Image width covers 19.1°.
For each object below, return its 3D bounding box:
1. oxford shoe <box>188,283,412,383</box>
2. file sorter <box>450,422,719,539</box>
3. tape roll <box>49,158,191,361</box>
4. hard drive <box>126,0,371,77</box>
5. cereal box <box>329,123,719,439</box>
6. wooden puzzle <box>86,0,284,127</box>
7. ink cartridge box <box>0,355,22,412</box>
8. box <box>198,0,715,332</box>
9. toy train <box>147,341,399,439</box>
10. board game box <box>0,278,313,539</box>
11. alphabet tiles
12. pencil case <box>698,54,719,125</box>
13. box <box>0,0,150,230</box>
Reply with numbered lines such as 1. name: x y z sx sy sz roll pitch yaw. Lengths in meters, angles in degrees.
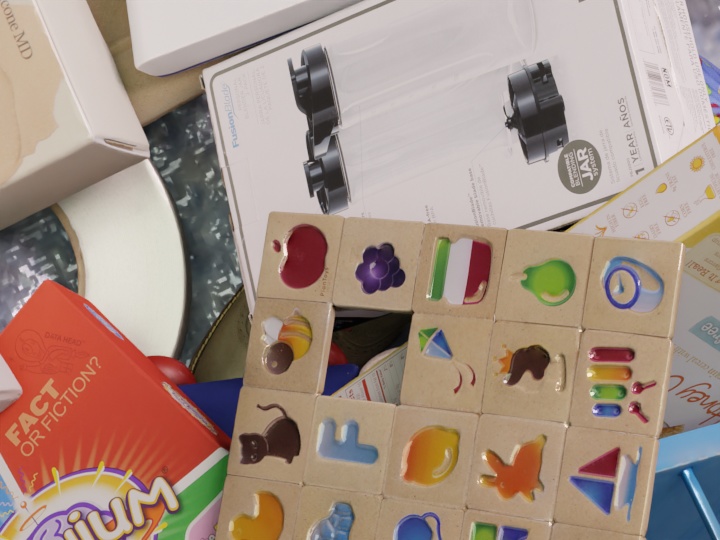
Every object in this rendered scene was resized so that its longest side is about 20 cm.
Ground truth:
1. oxford shoe: 0.000 0.000 0.955 0.200 0.075 0.071 -42 87 -3
2. file sorter: 0.121 0.146 0.837 0.198 0.139 0.123 -11 63 -27
3. tape roll: -0.175 0.008 0.974 0.201 0.037 0.205 0 86 -1
4. hard drive: -0.049 -0.196 0.897 0.131 0.025 0.202 -17 74 27
5. cereal box: 0.098 0.038 0.824 0.199 0.143 0.040 -37 51 23
6. wooden puzzle: -0.089 -0.172 0.951 0.184 0.037 0.202 -27 70 19
7. ink cartridge box: -0.251 0.008 0.830 0.145 0.083 0.201 -37 83 9
8. box: 0.037 -0.056 0.860 0.199 0.060 0.118 -20 78 32
9. toy train: -0.012 0.095 0.916 0.198 0.085 0.116 -8 125 14
10. board game box: -0.101 0.124 0.836 0.200 0.040 0.153 40 91 27
11. alphabet tiles: 0.023 0.082 0.758 0.166 0.008 0.202 5 81 28
12. pencil case: 0.101 0.000 0.918 0.077 0.087 0.202 4 114 -25
13. box: -0.200 -0.050 0.903 0.199 0.078 0.096 -27 83 11
